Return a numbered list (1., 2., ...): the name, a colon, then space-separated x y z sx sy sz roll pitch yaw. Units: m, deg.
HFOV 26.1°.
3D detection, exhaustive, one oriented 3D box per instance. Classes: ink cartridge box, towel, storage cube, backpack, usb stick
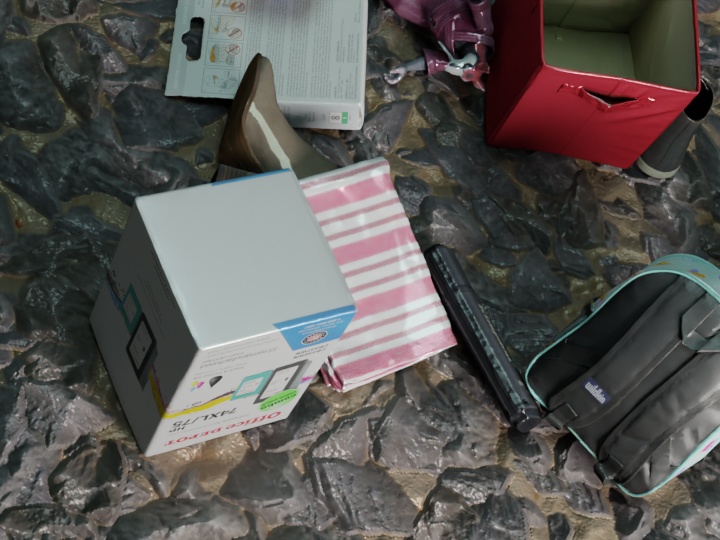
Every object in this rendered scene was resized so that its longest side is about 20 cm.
1. ink cartridge box: -0.094 -0.223 1.606 0.200 0.050 0.161 2 56 1
2. towel: 0.000 0.000 1.451 0.146 0.030 0.200 -20 88 -31
3. storage cube: 0.237 -0.230 1.624 0.171 0.180 0.200 8 66 -12
4. ink cartridge box: -0.122 0.038 1.310 0.147 0.200 0.146 -13 65 -28
5. backpack: 0.283 0.086 1.438 0.176 0.200 0.153 49 33 14
6. usb stick: 0.114 0.062 1.482 0.033 0.055 0.200 -30 68 6

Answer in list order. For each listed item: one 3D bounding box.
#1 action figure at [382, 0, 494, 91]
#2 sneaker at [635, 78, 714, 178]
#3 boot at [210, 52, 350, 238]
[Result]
1. action figure: 0.096 -0.269 1.681 0.149 0.134 0.200 4 52 -49
2. sneaker: 0.342 -0.211 1.718 0.075 0.106 0.200 5 56 -18
3. boot: -0.064 -0.102 1.505 0.146 0.070 0.200 21 63 -14
